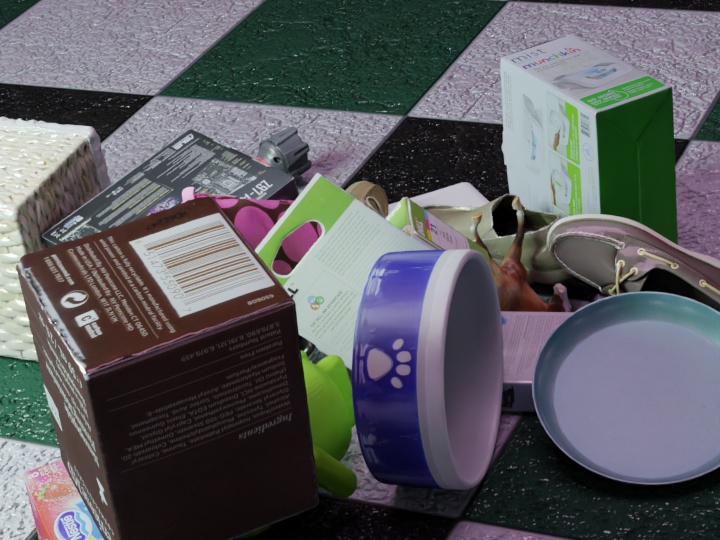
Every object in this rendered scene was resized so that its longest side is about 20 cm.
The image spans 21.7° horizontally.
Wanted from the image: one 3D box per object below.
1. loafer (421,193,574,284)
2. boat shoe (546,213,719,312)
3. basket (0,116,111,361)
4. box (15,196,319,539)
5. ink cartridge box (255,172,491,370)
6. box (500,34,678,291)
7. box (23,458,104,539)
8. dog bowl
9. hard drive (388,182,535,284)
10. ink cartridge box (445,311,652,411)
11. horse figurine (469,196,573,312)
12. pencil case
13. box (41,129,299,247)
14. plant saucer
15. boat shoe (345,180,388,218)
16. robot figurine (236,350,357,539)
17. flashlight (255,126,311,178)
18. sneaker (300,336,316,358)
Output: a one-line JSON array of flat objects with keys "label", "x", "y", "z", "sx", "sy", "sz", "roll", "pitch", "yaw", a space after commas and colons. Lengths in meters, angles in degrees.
[{"label": "loafer", "x": 0.131, "y": -0.042, "z": 1.856, "sx": 0.199, "sy": 0.069, "sz": 0.076, "roll": 12, "pitch": 35, "yaw": 32}, {"label": "boat shoe", "x": 0.267, "y": 0.006, "z": 1.751, "sx": 0.199, "sy": 0.072, "sz": 0.060, "roll": 21, "pitch": 33, "yaw": 4}, {"label": "basket", "x": -0.364, "y": -0.033, "z": 1.894, "sx": 0.199, "sy": 0.199, "sz": 0.161, "roll": 7, "pitch": 35, "yaw": 25}, {"label": "box", "x": -0.143, "y": 0.085, "z": 1.411, "sx": 0.163, "sy": 0.201, "sz": 0.166, "roll": -19, "pitch": 37, "yaw": -19}, {"label": "ink cartridge box", "x": 0.000, "y": 0.000, "z": 1.696, "sx": 0.199, "sy": 0.148, "sz": 0.076, "roll": 33, "pitch": 23, "yaw": -19}, {"label": "box", "x": 0.225, "y": -0.107, "z": 1.868, "sx": 0.096, "sy": 0.201, "sz": 0.176, "roll": -19, "pitch": 30, "yaw": -20}, {"label": "box", "x": -0.193, "y": 0.234, "z": 1.484, "sx": 0.095, "sy": 0.100, "sz": 0.200, "roll": -17, "pitch": 32, "yaw": -16}, {"label": "dog bowl", "x": 0.060, "y": 0.083, "z": 1.580, "sx": 0.078, "sy": 0.201, "sz": 0.200, "roll": 0, "pitch": 30, "yaw": 18}, {"label": "hard drive", "x": 0.095, "y": -0.027, "z": 1.936, "sx": 0.131, "sy": 0.026, "sz": 0.200, "roll": -17, "pitch": 31, "yaw": -15}, {"label": "ink cartridge box", "x": 0.172, "y": 0.083, "z": 1.713, "sx": 0.199, "sy": 0.042, "sz": 0.120, "roll": -2, "pitch": 31, "yaw": 16}, {"label": "horse figurine", "x": 0.098, "y": 0.012, "z": 1.794, "sx": 0.199, "sy": 0.133, "sz": 0.050, "roll": -15, "pitch": 20, "yaw": 12}, {"label": "pencil case", "x": -0.084, "y": -0.027, "z": 1.726, "sx": 0.199, "sy": 0.094, "sz": 0.090, "roll": 1, "pitch": -10, "yaw": -44}, {"label": "box", "x": -0.180, "y": -0.046, "z": 1.800, "sx": 0.160, "sy": 0.044, "sz": 0.200, "roll": 26, "pitch": 53, "yaw": 38}, {"label": "plant saucer", "x": 0.247, "y": 0.105, "z": 1.613, "sx": 0.199, "sy": 0.028, "sz": 0.201, "roll": -3, "pitch": 52, "yaw": 4}, {"label": "boat shoe", "x": 0.002, "y": -0.020, "z": 1.882, "sx": 0.063, "sy": 0.073, "sz": 0.201, "roll": -12, "pitch": 32, "yaw": 27}, {"label": "robot figurine", "x": -0.086, "y": 0.147, "z": 1.589, "sx": 0.175, "sy": 0.116, "sz": 0.200, "roll": 7, "pitch": 33, "yaw": 37}, {"label": "flashlight", "x": -0.140, "y": -0.095, "z": 2.066, "sx": 0.200, "sy": 0.068, "sz": 0.068, "roll": -36, "pitch": 6, "yaw": -32}, {"label": "sneaker", "x": -0.122, "y": 0.095, "z": 1.687, "sx": 0.200, "sy": 0.076, "sz": 0.088, "roll": -33, "pitch": 1, "yaw": -43}]
